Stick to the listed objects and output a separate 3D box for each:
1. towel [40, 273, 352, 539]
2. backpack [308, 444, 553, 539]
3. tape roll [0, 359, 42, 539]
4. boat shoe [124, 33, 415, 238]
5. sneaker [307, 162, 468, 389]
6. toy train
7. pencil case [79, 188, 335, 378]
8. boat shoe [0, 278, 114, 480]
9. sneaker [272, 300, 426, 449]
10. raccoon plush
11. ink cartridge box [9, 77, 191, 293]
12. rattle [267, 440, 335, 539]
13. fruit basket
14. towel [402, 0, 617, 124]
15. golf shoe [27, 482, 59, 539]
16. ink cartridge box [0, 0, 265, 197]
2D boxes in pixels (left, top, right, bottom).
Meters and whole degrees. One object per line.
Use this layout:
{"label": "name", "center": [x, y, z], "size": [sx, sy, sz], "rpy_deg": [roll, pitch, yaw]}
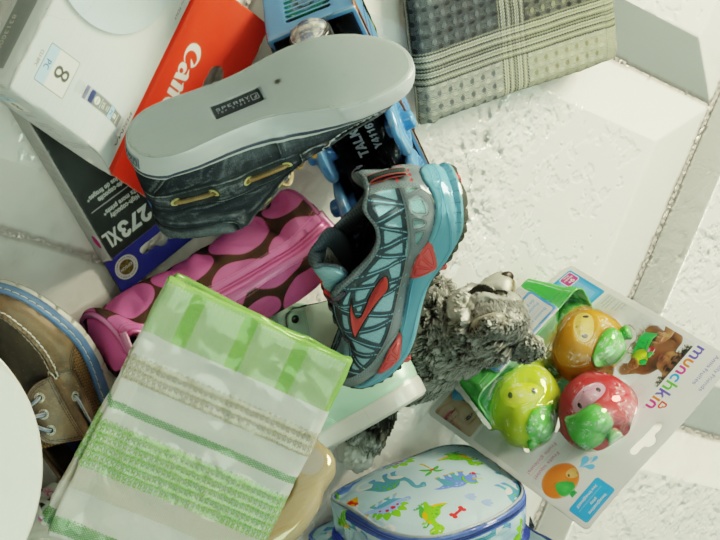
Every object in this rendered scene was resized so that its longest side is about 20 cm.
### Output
{"label": "towel", "center": [-0.111, 0.118, 1.205], "size": [0.148, 0.031, 0.202], "rpy_deg": [26, 99, -16]}
{"label": "backpack", "center": [0.069, 0.242, 1.423], "size": [0.181, 0.200, 0.149], "rpy_deg": [-17, 118, -28]}
{"label": "tape roll", "center": [-0.314, 0.120, 1.103], "size": [0.200, 0.139, 0.205], "rpy_deg": [-1, 93, -26]}
{"label": "boat shoe", "center": [-0.056, -0.089, 1.180], "size": [0.198, 0.071, 0.091], "rpy_deg": [-18, 142, -6]}
{"label": "sneaker", "center": [0.000, 0.000, 1.255], "size": [0.094, 0.080, 0.201], "rpy_deg": [4, 128, -24]}
{"label": "toy train", "center": [-0.004, -0.117, 1.276], "size": [0.086, 0.115, 0.201], "rpy_deg": [-19, 132, 11]}
{"label": "pencil case", "center": [-0.101, 0.016, 1.271], "size": [0.199, 0.094, 0.091], "rpy_deg": [-35, 82, -23]}
{"label": "boat shoe", "center": [-0.213, 0.092, 1.219], "size": [0.201, 0.072, 0.073], "rpy_deg": [55, 43, -32]}
{"label": "sneaker", "center": [-0.062, 0.092, 1.367], "size": [0.199, 0.074, 0.119], "rpy_deg": [-30, 85, 2]}
{"label": "raccoon plush", "center": [0.070, 0.090, 1.402], "size": [0.096, 0.134, 0.202], "rpy_deg": [5, 106, -38]}
{"label": "ink cartridge box", "center": [-0.169, -0.080, 1.226], "size": [0.094, 0.037, 0.201], "rpy_deg": [-39, 129, -18]}
{"label": "rattle", "center": [-0.112, 0.158, 1.241], "size": [0.199, 0.143, 0.131], "rpy_deg": [-36, 83, -18]}
{"label": "fruit basket", "center": [0.174, 0.093, 1.438], "size": [0.185, 0.200, 0.094], "rpy_deg": [-45, 129, -11]}
{"label": "towel", "center": [0.115, -0.231, 1.376], "size": [0.198, 0.034, 0.195], "rpy_deg": [-20, 116, -26]}
{"label": "golf shoe", "center": [-0.244, 0.196, 1.266], "size": [0.199, 0.072, 0.093], "rpy_deg": [1, 100, -46]}
{"label": "ink cartridge box", "center": [-0.141, -0.144, 1.166], "size": [0.200, 0.047, 0.162], "rpy_deg": [35, 74, -44]}
